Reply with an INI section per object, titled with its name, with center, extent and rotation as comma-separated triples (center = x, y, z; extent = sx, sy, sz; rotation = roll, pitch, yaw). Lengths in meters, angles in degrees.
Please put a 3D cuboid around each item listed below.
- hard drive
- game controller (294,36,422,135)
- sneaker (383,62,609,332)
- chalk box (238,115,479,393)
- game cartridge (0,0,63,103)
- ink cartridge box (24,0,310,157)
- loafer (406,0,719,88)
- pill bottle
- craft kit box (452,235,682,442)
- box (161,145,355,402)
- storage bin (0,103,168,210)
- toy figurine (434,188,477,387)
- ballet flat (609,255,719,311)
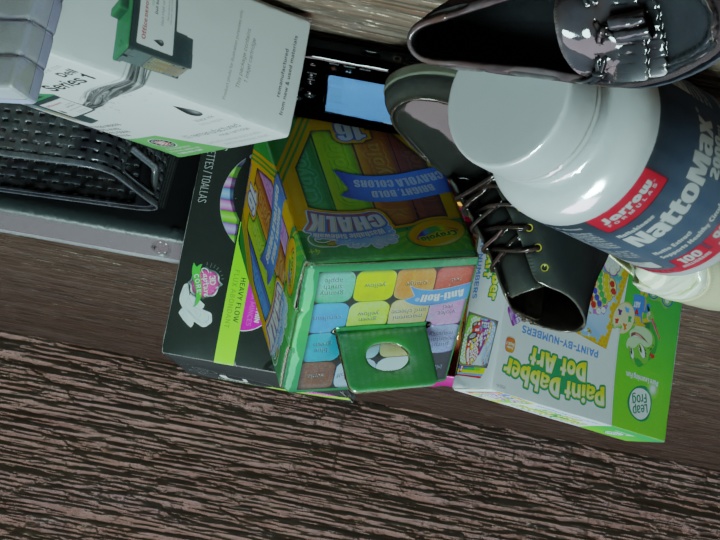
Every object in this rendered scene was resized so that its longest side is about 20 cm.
[hard drive]
center = -0.230, -0.074, 1.619
extent = 0.200, 0.140, 0.033
rotation = 10, 128, -2
[game controller]
center = 0.032, -0.117, 1.326
extent = 0.200, 0.042, 0.104
rotation = 10, 170, -1
[sneaker]
center = 0.091, -0.048, 1.277
extent = 0.200, 0.106, 0.075
rotation = 33, 144, -24
[chalk box]
center = 0.000, 0.000, 1.356
extent = 0.125, 0.200, 0.124
rotation = -3, 133, -17
[game cartridge]
center = -0.255, -0.157, 1.139
extent = 0.200, 0.130, 0.038
rotation = 5, 169, 30
[ink cartridge box]
center = -0.157, -0.143, 1.247
extent = 0.200, 0.084, 0.146
rotation = 16, 168, -33
[loafer]
center = 0.110, -0.127, 1.059
extent = 0.063, 0.072, 0.200
rotation = -24, -161, -40
[pill bottle]
center = 0.149, -0.076, 1.203
extent = 0.119, 0.120, 0.200
rotation = 1, 167, 43
[craft kit box]
center = 0.164, 0.014, 1.475
extent = 0.200, 0.198, 0.048
rotation = 18, 169, -40
[box]
center = -0.061, -0.009, 1.564
extent = 0.148, 0.200, 0.124
rotation = 9, 170, 6
[storage bin]
center = -0.251, -0.114, 1.485
extent = 0.200, 0.094, 0.135
rotation = 9, 170, 14
[toy figurine]
center = 0.074, -0.002, 1.514
extent = 0.150, 0.184, 0.200
rotation = 5, 168, 27
[ballet flat]
center = 0.192, -0.023, 1.394
extent = 0.200, 0.070, 0.069
rotation = 36, 167, -4
